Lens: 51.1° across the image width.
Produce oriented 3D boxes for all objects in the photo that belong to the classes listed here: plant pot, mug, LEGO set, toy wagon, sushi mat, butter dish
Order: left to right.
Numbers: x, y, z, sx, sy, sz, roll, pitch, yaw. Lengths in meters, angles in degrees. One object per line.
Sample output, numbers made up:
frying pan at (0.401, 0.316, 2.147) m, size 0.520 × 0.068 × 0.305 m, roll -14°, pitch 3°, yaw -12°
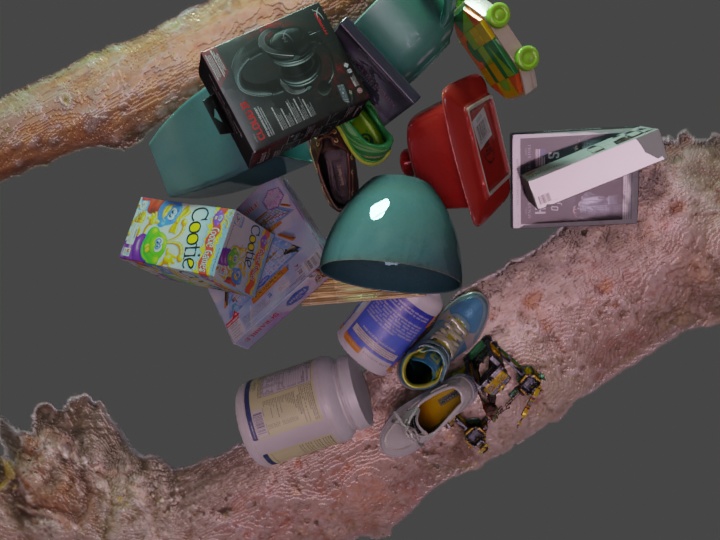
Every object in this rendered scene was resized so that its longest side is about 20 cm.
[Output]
plant pot at (-0.204, -0.189, 1.133) m, size 0.198 × 0.141 × 0.143 m, roll -24°, pitch 86°, yaw 18°
sushi mat at (0.000, 0.000, 1.155) m, size 0.197 × 0.012 × 0.097 m, roll -5°, pitch 82°, yaw 9°
plant pot at (0.048, -0.054, 1.051) m, size 0.197 × 0.200 × 0.137 m, roll 7°, pitch 78°, yaw 1°
mug at (0.064, -0.339, 1.068) m, size 0.152 × 0.185 × 0.114 m, roll -45°, pitch 102°, yaw -3°
butter dish at (0.127, -0.174, 1.127) m, size 0.146 × 0.200 × 0.202 m, roll -8°, pitch 107°, yaw 29°
toy wagon at (0.178, -0.336, 1.075) m, size 0.039 × 0.155 × 0.201 m, roll -38°, pitch 99°, yaw -3°
LEGO set at (0.205, 0.213, 1.237) m, size 0.199 × 0.116 × 0.154 m, roll -39°, pitch 99°, yaw 12°

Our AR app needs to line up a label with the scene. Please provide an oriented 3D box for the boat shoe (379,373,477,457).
boat shoe at (0.093, 0.238, 1.180) m, size 0.201 × 0.086 × 0.075 m, roll -38°, pitch 79°, yaw 26°

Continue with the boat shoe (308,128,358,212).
boat shoe at (-0.043, -0.190, 1.172) m, size 0.069 × 0.070 × 0.203 m, roll -14°, pitch 102°, yaw 10°

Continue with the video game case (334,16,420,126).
video game case at (0.005, -0.275, 1.082) m, size 0.143 × 0.200 × 0.019 m, roll 45°, pitch 82°, yaw -9°

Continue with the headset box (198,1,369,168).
headset box at (-0.111, -0.243, 1.007) m, size 0.198 × 0.077 × 0.150 m, roll -28°, pitch 88°, yaw -17°

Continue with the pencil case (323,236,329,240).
pencil case at (-0.111, 0.019, 1.225) m, size 0.198 × 0.085 × 0.086 m, roll -24°, pitch 137°, yaw 11°

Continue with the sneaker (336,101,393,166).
sneaker at (-0.023, -0.244, 1.108) m, size 0.200 × 0.083 × 0.074 m, roll 42°, pitch 66°, yaw -9°

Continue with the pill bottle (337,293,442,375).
pill bottle at (0.062, 0.060, 1.209) m, size 0.112 × 0.112 × 0.201 m, roll 38°, pitch 104°, yaw -7°

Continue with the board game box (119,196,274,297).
board game box at (-0.248, -0.037, 1.145) m, size 0.198 × 0.103 × 0.106 m, roll 9°, pitch 76°, yaw 32°

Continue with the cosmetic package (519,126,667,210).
cosmetic package at (0.344, -0.156, 1.129) m, size 0.198 × 0.083 × 0.051 m, roll -22°, pitch 100°, yaw 7°

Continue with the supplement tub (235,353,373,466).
supplement tub at (-0.091, 0.226, 1.243) m, size 0.198 × 0.145 × 0.147 m, roll -19°, pitch 103°, yaw 8°

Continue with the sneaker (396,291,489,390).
sneaker at (0.137, 0.117, 1.198) m, size 0.079 × 0.131 × 0.201 m, roll 40°, pitch 91°, yaw 5°

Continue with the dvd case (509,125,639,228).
dvd case at (0.335, -0.145, 1.186) m, size 0.197 × 0.025 × 0.153 m, roll -3°, pitch 104°, yaw 3°

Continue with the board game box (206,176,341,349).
board game box at (-0.153, -0.018, 1.172) m, size 0.199 × 0.041 × 0.200 m, roll -40°, pitch 57°, yaw 11°
